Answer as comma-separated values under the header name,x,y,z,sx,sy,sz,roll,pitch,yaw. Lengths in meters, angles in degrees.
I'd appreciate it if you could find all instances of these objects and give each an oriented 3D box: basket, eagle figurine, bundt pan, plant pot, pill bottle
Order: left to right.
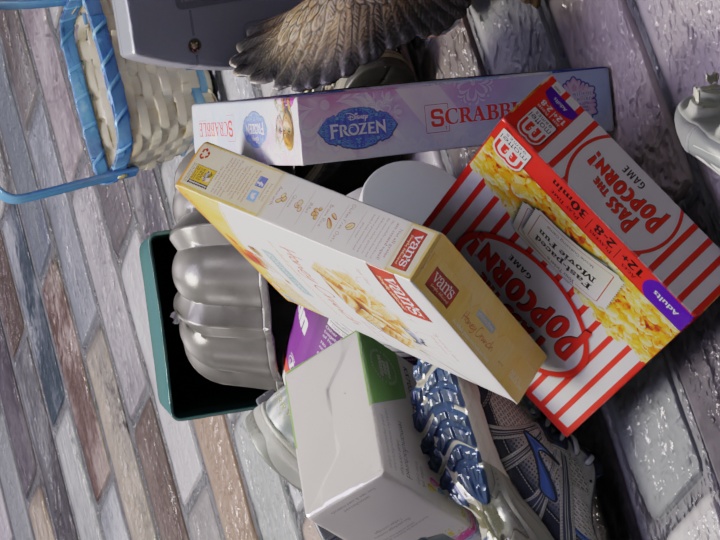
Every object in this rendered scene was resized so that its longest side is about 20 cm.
name,x,y,z,sx,sy,sz,roll,pitch,yaw
basket,-0.229,-0.151,2.232,0.139,0.198,0.178,136,124,-65
plant pot,-0.102,0.033,2.074,0.200,0.140,0.143,180,83,-78
bundt pan,-0.090,-0.011,1.884,0.202,0.075,0.204,-1,-90,-84
pill bottle,0.017,0.019,1.777,0.201,0.112,0.113,109,147,-50
eagle figurine,0.017,-0.194,1.569,0.152,0.198,0.152,-119,32,-43

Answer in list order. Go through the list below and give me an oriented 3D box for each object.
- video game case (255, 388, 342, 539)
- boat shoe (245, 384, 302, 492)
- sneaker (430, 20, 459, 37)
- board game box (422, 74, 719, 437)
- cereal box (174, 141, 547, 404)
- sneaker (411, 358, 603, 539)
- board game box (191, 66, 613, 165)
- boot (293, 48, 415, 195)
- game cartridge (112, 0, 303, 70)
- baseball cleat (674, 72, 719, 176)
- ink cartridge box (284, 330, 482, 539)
name,x,y,z,sx,sy,sz,roll,pitch,yaw
video game case,-0.002,0.186,1.868,0.200,0.019,0.143,55,-175,-46
boat shoe,0.011,0.135,1.776,0.065,0.202,0.075,-44,32,15
sneaker,0.041,-0.257,1.687,0.092,0.075,0.201,-30,76,60
board game box,0.115,-0.004,1.511,0.152,0.046,0.200,46,153,6
cereal box,0.000,0.000,1.544,0.199,0.040,0.144,23,164,42
sneaker,0.098,0.120,1.615,0.077,0.085,0.201,-21,92,65
board game box,0.021,-0.093,1.603,0.200,0.198,0.042,-175,79,-68
boot,-0.019,-0.131,1.883,0.204,0.073,0.155,110,150,-50
game cartridge,-0.063,-0.192,1.621,0.040,0.199,0.135,-3,97,63
baseball cleat,0.212,-0.023,1.307,0.200,0.069,0.107,-136,42,-59
ink cartridge box,0.045,0.136,1.697,0.067,0.200,0.118,-32,46,24
